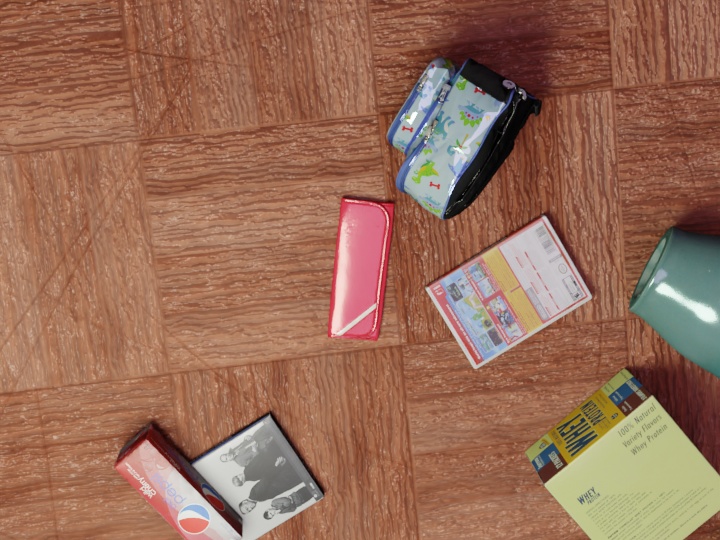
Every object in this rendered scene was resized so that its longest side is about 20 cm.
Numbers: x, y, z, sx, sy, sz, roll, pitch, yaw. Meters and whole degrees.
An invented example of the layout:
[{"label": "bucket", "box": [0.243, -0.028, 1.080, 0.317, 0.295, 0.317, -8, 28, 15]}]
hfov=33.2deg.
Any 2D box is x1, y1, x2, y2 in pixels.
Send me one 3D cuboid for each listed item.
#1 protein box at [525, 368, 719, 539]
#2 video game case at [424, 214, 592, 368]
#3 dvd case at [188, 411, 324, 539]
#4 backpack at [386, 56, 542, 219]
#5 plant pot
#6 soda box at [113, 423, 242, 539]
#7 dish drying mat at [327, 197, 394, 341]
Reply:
[{"label": "protein box", "box": [0.383, 0.291, 1.739, 0.199, 0.135, 0.200, -41, 102, 4]}, {"label": "video game case", "box": [0.213, 0.031, 1.734, 0.200, 0.017, 0.143, -31, 102, 1]}, {"label": "dvd case", "box": [-0.175, 0.319, 1.753, 0.200, 0.025, 0.150, -32, 102, 2]}, {"label": "backpack", "box": [0.124, -0.178, 1.609, 0.147, 0.183, 0.200, 32, 101, 13]}, {"label": "plant pot", "box": [0.485, 0.038, 1.680, 0.188, 0.200, 0.200, 26, 98, 6]}, {"label": "soda box", "box": [-0.253, 0.314, 1.697, 0.063, 0.070, 0.200, -41, 101, 5]}, {"label": "dish drying mat", "box": [0.000, 0.000, 1.709, 0.077, 0.018, 0.200, 6, 101, -5]}]
